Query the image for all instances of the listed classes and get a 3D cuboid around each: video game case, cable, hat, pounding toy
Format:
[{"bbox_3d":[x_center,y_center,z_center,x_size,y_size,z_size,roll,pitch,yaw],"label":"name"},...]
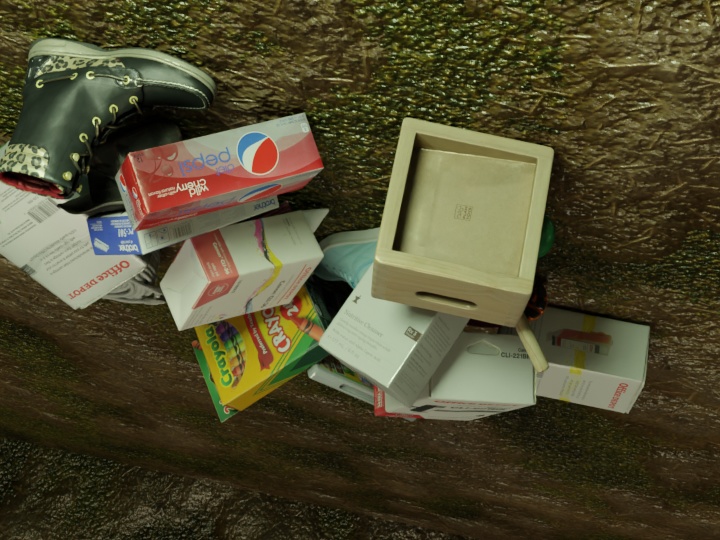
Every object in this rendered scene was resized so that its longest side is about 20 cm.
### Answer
[{"bbox_3d":[-0.012,0.103,1.594,0.180,0.202,0.022,27,118,-31],"label":"video game case"},{"bbox_3d":[-0.381,-0.021,1.647,0.197,0.070,0.200,2,155,29],"label":"cable"},{"bbox_3d":[-0.241,-0.121,1.276,0.197,0.082,0.201,-9,-168,2],"label":"hat"},{"bbox_3d":[0.118,-0.022,1.180,0.196,0.187,0.143,12,159,3],"label":"pounding toy"}]

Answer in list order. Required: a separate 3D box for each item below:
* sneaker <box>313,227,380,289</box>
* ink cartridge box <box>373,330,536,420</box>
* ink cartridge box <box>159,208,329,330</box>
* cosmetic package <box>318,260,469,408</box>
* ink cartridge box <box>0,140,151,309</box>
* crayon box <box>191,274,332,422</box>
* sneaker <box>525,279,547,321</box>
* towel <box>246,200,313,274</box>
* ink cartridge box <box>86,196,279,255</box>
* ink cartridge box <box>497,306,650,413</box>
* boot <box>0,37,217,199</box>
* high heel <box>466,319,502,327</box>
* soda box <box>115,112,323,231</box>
[{"bbox_3d":[0.000,0.000,1.448,0.073,0.083,0.198,28,154,-32],"label":"sneaker"},{"bbox_3d":[0.114,0.134,1.452,0.142,0.085,0.200,5,165,-18],"label":"ink cartridge box"},{"bbox_3d":[-0.123,-0.004,1.372,0.198,0.068,0.117,-15,158,-36],"label":"ink cartridge box"},{"bbox_3d":[0.059,0.036,1.309,0.112,0.202,0.081,28,171,31],"label":"cosmetic package"},{"bbox_3d":[-0.362,-0.062,1.397,0.145,0.085,0.200,-26,127,30],"label":"ink cartridge box"},{"bbox_3d":[-0.133,0.091,1.495,0.198,0.128,0.051,-34,153,15],"label":"crayon box"},{"bbox_3d":[0.138,0.040,1.484,0.196,0.077,0.079,11,162,11],"label":"sneaker"},{"bbox_3d":[-0.134,-0.006,1.482,0.142,0.023,0.201,-28,157,-5],"label":"towel"},{"bbox_3d":[-0.193,-0.064,1.284,0.093,0.045,0.198,0,-164,44],"label":"ink cartridge box"},{"bbox_3d":[0.279,0.117,1.571,0.196,0.085,0.146,12,158,7],"label":"ink cartridge box"},{"bbox_3d":[-0.251,-0.141,1.146,0.200,0.156,0.074,10,159,9],"label":"boot"},{"bbox_3d":[0.073,0.068,1.421,0.198,0.097,0.067,-28,-176,1],"label":"high heel"},{"bbox_3d":[-0.141,-0.099,1.173,0.197,0.064,0.070,-18,173,-26],"label":"soda box"}]
